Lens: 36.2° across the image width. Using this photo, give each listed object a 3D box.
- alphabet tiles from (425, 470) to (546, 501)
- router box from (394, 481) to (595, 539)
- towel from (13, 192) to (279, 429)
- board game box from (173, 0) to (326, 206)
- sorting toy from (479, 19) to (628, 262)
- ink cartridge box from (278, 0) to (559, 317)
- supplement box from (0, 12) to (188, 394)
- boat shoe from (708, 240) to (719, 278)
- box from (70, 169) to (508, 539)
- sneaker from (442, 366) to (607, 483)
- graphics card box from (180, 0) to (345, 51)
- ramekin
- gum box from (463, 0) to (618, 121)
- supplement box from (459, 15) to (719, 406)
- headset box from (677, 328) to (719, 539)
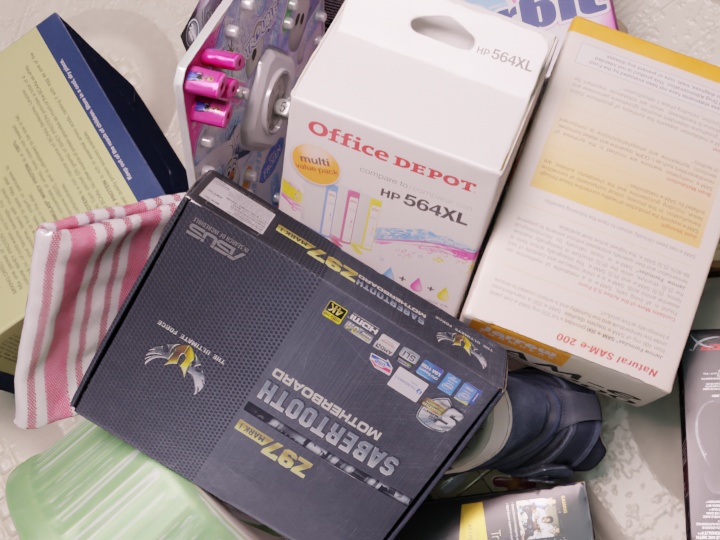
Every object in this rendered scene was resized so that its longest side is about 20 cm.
[{"bbox_3d":[0.023,0.172,0.779,0.200,0.006,0.167,-37,69,3],"label":"alphabet tiles"},{"bbox_3d":[0.083,0.246,0.711,0.157,0.052,0.201,-9,74,10],"label":"router box"},{"bbox_3d":[-0.139,0.020,0.745,0.030,0.200,0.147,31,121,32],"label":"towel"},{"bbox_3d":[-0.052,-0.105,0.690,0.026,0.200,0.200,16,52,12],"label":"board game box"},{"bbox_3d":[0.101,-0.097,0.819,0.199,0.036,0.186,-3,74,14],"label":"sorting toy"},{"bbox_3d":[0.029,-0.074,0.679,0.128,0.200,0.125,20,54,7],"label":"ink cartridge box"},{"bbox_3d":[-0.239,-0.042,0.843,0.200,0.134,0.200,-35,68,3],"label":"supplement box"},{"bbox_3d":[0.200,-0.025,0.741,0.199,0.071,0.065,-6,83,-4],"label":"boat shoe"},{"bbox_3d":[-0.042,0.062,0.621,0.200,0.051,0.158,32,116,-4],"label":"box"},{"bbox_3d":[0.071,0.111,0.743,0.202,0.146,0.077,-22,72,50],"label":"sneaker"},{"bbox_3d":[-0.060,-0.203,0.821,0.200,0.051,0.126,-51,50,38],"label":"graphics card box"},{"bbox_3d":[-0.123,0.169,0.717,0.098,0.200,0.200,-43,68,-2],"label":"ramekin"},{"bbox_3d":[0.083,-0.163,0.792,0.199,0.066,0.114,-13,71,17],"label":"gum box"},{"bbox_3d":[0.150,-0.034,0.669,0.126,0.074,0.201,21,78,5],"label":"supplement box"},{"bbox_3d":[0.276,0.139,0.682,0.148,0.077,0.201,-3,74,14],"label":"headset box"}]
